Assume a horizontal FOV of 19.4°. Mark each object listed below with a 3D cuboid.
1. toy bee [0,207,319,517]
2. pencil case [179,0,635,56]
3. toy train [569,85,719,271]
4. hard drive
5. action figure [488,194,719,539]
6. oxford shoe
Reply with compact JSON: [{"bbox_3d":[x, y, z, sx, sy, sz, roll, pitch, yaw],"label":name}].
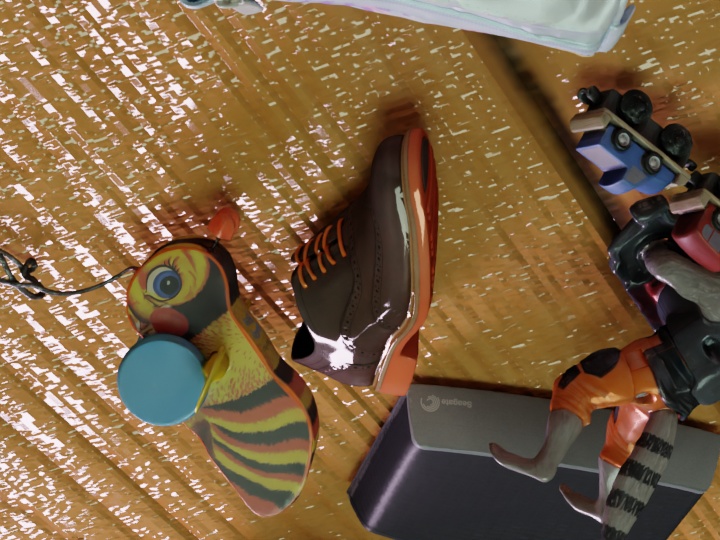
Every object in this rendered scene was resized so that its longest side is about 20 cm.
[{"bbox_3d":[-0.084,0.028,1.081,0.200,0.131,0.109,38,104,-26],"label":"toy bee"},{"bbox_3d":[0.017,-0.142,0.878,0.200,0.091,0.083,6,141,-10],"label":"pencil case"},{"bbox_3d":[0.177,-0.022,1.035,0.200,0.046,0.034,37,164,-18],"label":"toy train"},{"bbox_3d":[0.104,0.130,1.266,0.200,0.042,0.135,10,140,-14],"label":"hard drive"},{"bbox_3d":[0.181,0.063,1.120,0.193,0.105,0.200,-45,135,7],"label":"action figure"},{"bbox_3d":[0.000,0.000,1.077,0.072,0.071,0.200,6,142,-2],"label":"oxford shoe"}]
